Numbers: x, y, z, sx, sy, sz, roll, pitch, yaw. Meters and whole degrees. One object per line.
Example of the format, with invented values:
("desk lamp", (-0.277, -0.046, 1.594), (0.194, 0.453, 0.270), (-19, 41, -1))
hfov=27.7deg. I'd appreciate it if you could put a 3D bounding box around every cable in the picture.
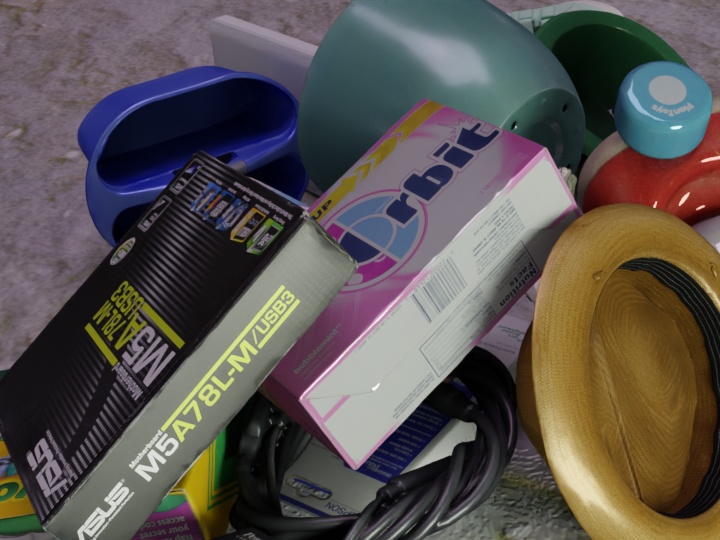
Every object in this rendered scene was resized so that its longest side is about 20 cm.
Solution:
("cable", (0.007, 0.105, 0.817), (0.161, 0.051, 0.201), (-3, 30, 11))

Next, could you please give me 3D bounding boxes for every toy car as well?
("toy car", (0.255, -0.015, 0.969), (0.175, 0.185, 0.201), (-13, 57, -12))

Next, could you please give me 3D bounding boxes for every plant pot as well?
("plant pot", (0.077, -0.114, 1.136), (0.200, 0.202, 0.160), (-28, 44, -34))

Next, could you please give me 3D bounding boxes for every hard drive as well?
("hard drive", (-0.064, -0.142, 1.285), (0.027, 0.133, 0.199), (-23, 31, -28))

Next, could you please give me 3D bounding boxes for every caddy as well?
("caddy", (-0.135, -0.086, 1.194), (0.198, 0.143, 0.105), (-21, 25, -22))

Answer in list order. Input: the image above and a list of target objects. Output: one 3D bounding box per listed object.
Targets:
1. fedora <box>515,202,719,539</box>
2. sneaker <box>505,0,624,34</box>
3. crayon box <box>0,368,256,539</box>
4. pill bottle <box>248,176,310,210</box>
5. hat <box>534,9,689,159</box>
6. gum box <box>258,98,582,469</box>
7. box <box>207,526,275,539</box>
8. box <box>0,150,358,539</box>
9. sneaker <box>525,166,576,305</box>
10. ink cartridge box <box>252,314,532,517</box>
("fedora", (0.144, 0.067, 0.807), (0.200, 0.202, 0.082), (-30, 6, -36))
("sneaker", (0.154, -0.212, 1.419), (0.199, 0.075, 0.118), (1, 21, 38))
("crayon box", (-0.167, 0.114, 0.879), (0.198, 0.059, 0.173), (-12, 25, 15))
("pill bottle", (-0.065, 0.002, 1.010), (0.108, 0.110, 0.200), (-19, 20, -19))
("hat", (0.188, -0.117, 1.295), (0.165, 0.177, 0.201), (-23, 68, -31))
("gum box", (0.021, -0.003, 0.810), (0.200, 0.066, 0.113), (-45, 39, -12))
("box", (-0.037, 0.198, 0.652), (0.199, 0.080, 0.140), (19, 16, 41))
("box", (-0.108, 0.036, 0.770), (0.193, 0.048, 0.200), (-48, 25, -4))
("sneaker", (0.154, 0.008, 0.917), (0.089, 0.077, 0.200), (-43, 64, 8))
("ink cartridge box", (0.025, 0.093, 0.898), (0.099, 0.040, 0.200), (17, 45, 40))
